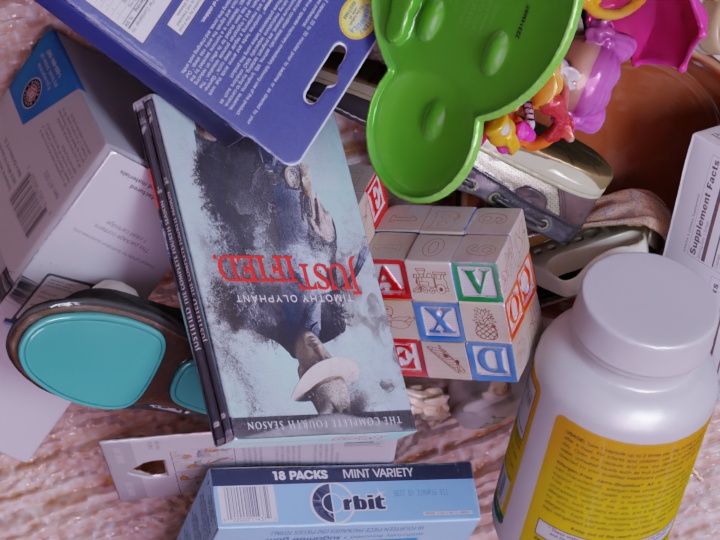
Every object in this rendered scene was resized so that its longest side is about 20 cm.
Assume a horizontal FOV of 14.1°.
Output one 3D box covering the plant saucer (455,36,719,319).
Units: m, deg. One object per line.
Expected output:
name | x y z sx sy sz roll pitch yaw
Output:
plant saucer | 0.155 -0.061 1.824 0.200 0.032 0.201 -7 122 -12

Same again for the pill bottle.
pill bottle | 0.152 0.089 1.751 0.112 0.113 0.200 -2 132 -16

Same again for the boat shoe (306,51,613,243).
boat shoe | 0.050 -0.071 1.738 0.200 0.072 0.066 20 106 -7

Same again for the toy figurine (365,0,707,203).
toy figurine | 0.113 -0.127 1.626 0.184 0.150 0.200 4 110 -47

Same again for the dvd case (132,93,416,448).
dvd case | -0.046 0.000 1.613 0.146 0.200 0.022 2 160 -46

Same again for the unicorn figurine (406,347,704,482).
unicorn figurine | 0.127 0.073 1.866 0.199 0.074 0.137 3 156 3

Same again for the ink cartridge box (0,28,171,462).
ink cartridge box | -0.187 -0.015 1.678 0.086 0.147 0.200 25 111 -32

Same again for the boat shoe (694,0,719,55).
boat shoe | 0.275 -0.192 1.752 0.200 0.066 0.074 -40 121 -5

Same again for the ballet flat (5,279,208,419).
ballet flat | -0.117 0.045 1.610 0.200 0.068 0.068 17 114 -35

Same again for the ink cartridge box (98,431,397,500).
ink cartridge box | -0.066 0.098 1.768 0.176 0.200 0.045 -3 76 -2

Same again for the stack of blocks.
stack of blocks | 0.000 0.000 1.735 0.200 0.059 0.115 2 126 22

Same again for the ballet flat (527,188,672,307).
ballet flat | 0.102 -0.001 1.785 0.200 0.067 0.068 -19 123 -5

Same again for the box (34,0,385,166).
box | -0.090 -0.155 1.588 0.200 0.032 0.121 37 67 -12

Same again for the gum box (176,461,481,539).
gum box | -0.033 0.186 1.849 0.169 0.045 0.200 0 151 -17

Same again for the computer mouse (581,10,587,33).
computer mouse | 0.098 -0.187 1.694 0.140 0.046 0.201 -14 100 -37

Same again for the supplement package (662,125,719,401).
supplement package | 0.290 -0.015 1.797 0.200 0.111 0.156 -18 129 -43
